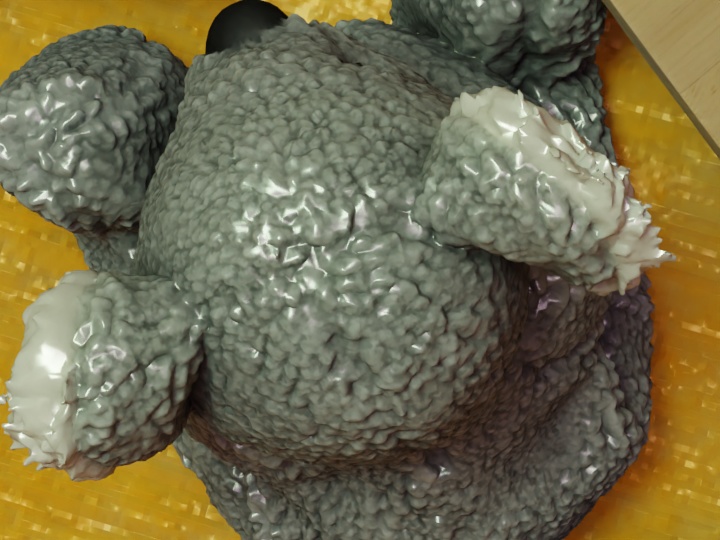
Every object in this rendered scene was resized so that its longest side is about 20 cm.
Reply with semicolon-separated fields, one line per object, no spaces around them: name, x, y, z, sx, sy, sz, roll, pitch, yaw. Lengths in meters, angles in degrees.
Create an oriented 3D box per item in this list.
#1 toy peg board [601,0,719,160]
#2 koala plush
toy peg board;0.121;-0.149;0.699;0.200;0.098;0.199;-40;121;2
koala plush;0.000;0.000;0.688;0.177;0.200;0.185;-19;88;3
